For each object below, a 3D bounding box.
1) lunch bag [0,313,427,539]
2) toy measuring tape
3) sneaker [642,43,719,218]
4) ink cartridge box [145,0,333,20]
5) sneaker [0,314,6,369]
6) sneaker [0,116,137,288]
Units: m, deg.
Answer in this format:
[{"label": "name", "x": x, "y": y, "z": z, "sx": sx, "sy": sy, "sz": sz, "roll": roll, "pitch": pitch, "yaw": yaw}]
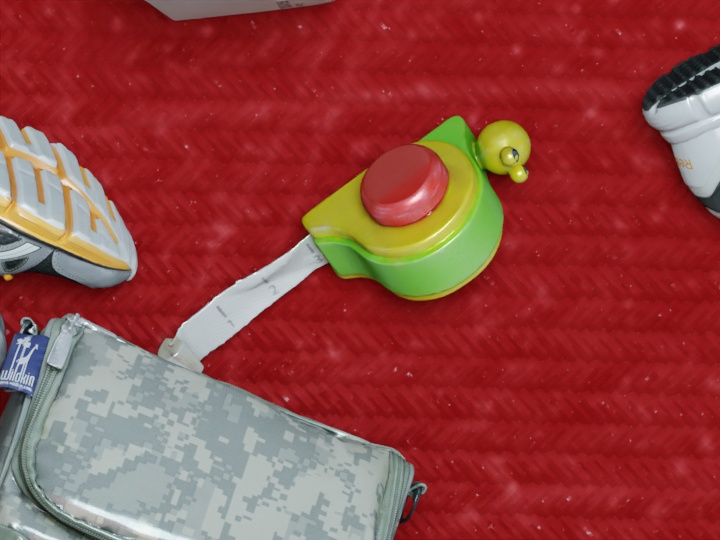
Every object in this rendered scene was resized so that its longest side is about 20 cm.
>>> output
[{"label": "lunch bag", "x": -0.086, "y": 0.127, "z": 1.107, "sx": 0.199, "sy": 0.139, "sz": 0.169, "roll": 22, "pitch": 78, "yaw": -7}, {"label": "toy measuring tape", "x": 0.000, "y": 0.000, "z": 1.136, "sx": 0.199, "sy": 0.074, "sz": 0.074, "roll": -37, "pitch": 90, "yaw": -1}, {"label": "sneaker", "x": 0.233, "y": -0.088, "z": 1.143, "sx": 0.199, "sy": 0.074, "sz": 0.080, "roll": -25, "pitch": 105, "yaw": 6}, {"label": "ink cartridge box", "x": -0.068, "y": -0.218, "z": 1.099, "sx": 0.084, "sy": 0.145, "sz": 0.202, "roll": -9, "pitch": 91, "yaw": 3}, {"label": "sneaker", "x": -0.244, "y": 0.069, "z": 1.141, "sx": 0.199, "sy": 0.081, "sz": 0.074, "roll": -27, "pitch": 90, "yaw": 6}, {"label": "sneaker", "x": -0.195, "y": -0.029, "z": 1.127, "sx": 0.199, "sy": 0.078, "sz": 0.078, "roll": 21, "pitch": 115, "yaw": -24}]
